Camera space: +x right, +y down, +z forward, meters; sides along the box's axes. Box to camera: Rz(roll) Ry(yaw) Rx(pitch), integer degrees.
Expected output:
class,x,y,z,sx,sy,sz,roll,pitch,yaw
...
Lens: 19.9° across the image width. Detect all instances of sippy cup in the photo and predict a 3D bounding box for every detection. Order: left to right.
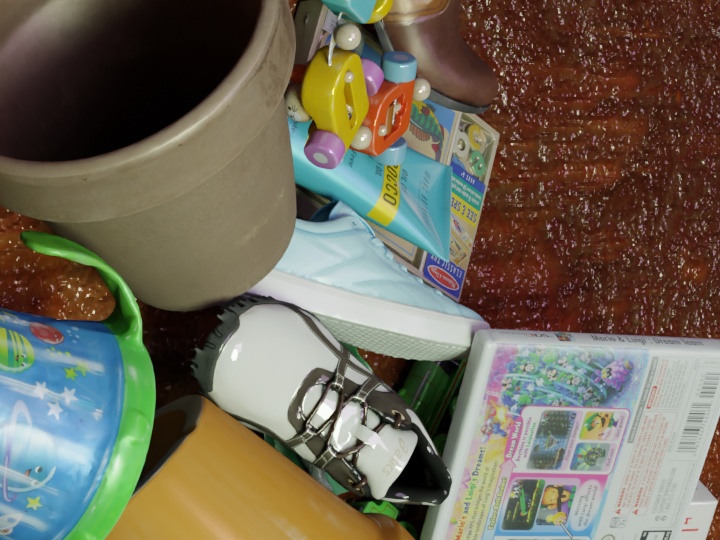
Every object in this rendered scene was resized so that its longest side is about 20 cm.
class,x,y,z,sx,sy,sz,roll,pitch,yaw
sippy cup,-0.196,0.075,1.071,0.130,0.139,0.179,24,60,-33

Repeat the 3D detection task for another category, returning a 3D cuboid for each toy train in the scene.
class,x,y,z,sx,sy,sz,roll,pitch,yaw
toy train,-0.004,-0.142,1.201,0.150,0.055,0.201,-49,150,-52
toy train,0.029,0.128,1.375,0.056,0.042,0.201,41,58,-26

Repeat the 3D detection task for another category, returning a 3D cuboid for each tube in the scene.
class,x,y,z,sx,sy,sz,roll,pitch,yaw
tube,-0.023,-0.074,1.280,0.199,0.050,0.078,26,54,-27

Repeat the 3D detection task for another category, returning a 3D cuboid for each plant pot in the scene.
class,x,y,z,sx,sy,sz,roll,pitch,yaw
plant pot,-0.112,-0.073,1.140,0.201,0.199,0.175,-63,147,-29
plant pot,-0.078,0.178,1.159,0.183,0.200,0.200,49,52,-14

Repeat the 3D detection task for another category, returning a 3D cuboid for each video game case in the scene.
class,x,y,z,sx,sy,sz,roll,pitch,yaw
video game case,0.134,0.131,1.315,0.181,0.024,0.201,3,116,-22

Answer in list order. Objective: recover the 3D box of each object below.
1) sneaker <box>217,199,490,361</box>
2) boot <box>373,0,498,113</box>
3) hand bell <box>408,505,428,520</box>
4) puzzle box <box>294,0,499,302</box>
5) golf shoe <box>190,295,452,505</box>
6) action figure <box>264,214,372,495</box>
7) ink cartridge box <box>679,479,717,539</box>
class,x,y,z,sx,sy,sz,roll,pitch,yaw
sneaker,0.000,0.000,1.254,0.199,0.074,0.082,18,75,-29
boot,0.079,-0.217,1.320,0.188,0.200,0.069,43,19,-20
hand bell,0.116,0.154,1.452,0.199,0.104,0.105,-2,89,-35
puzzle box,0.014,-0.076,1.378,0.200,0.025,0.134,32,65,-42
golf shoe,-0.013,0.080,1.191,0.200,0.094,0.078,34,87,-47
action figure,-0.033,0.048,1.298,0.118,0.055,0.201,-19,97,-33
ink cartridge box,0.168,0.191,1.414,0.116,0.067,0.201,2,115,-23
